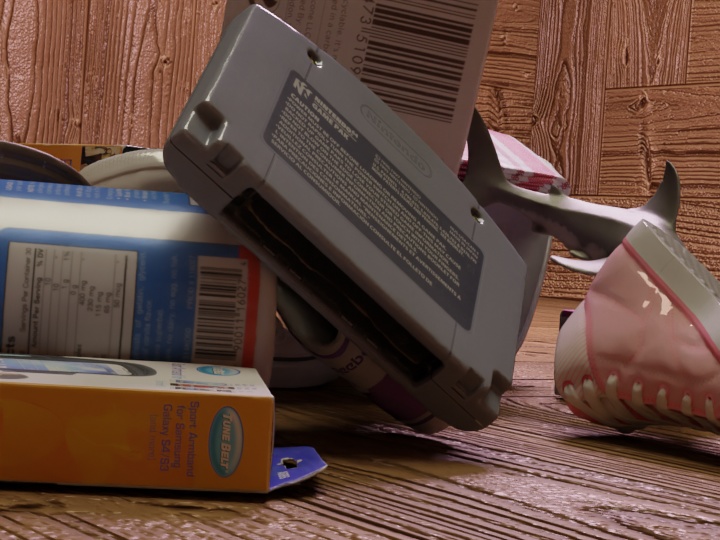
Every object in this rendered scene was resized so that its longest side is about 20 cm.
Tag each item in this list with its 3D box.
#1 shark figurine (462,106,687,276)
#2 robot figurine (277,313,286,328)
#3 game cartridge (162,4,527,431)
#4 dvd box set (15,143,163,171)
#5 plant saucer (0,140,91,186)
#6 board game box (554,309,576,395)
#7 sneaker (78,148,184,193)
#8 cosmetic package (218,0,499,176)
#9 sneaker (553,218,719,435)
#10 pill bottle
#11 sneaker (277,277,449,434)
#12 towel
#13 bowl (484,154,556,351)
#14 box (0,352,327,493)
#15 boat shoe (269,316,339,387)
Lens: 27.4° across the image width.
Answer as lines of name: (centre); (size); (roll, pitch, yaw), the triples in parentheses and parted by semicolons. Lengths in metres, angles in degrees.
shark figurine: (0.162, -0.039, 0.960); (0.127, 0.090, 0.214); (11, 18, -48)
robot figurine: (0.008, 0.016, 1.279); (0.197, 0.114, 0.170); (4, -40, -26)
game cartridge: (0.000, -0.029, 0.704); (0.041, 0.200, 0.134); (-38, 20, 28)
dvd box set: (-0.200, -0.076, 1.118); (0.198, 0.030, 0.146); (4, 1, 37)
plant saucer: (-0.229, 0.002, 0.775); (0.197, 0.030, 0.201); (-15, -30, -9)
board game box: (0.254, 0.064, 1.000); (0.197, 0.065, 0.147); (4, 2, -26)
sneaker: (-0.179, 0.001, 0.911); (0.198, 0.089, 0.075); (-27, -43, 7)
cosmetic package: (-0.001, -0.171, 0.965); (0.163, 0.167, 0.200); (12, 15, -2)
sneaker: (0.169, 0.063, 0.778); (0.075, 0.105, 0.201); (33, 16, -33)
pill bottle: (-0.142, 0.015, 0.690); (0.197, 0.114, 0.112); (5, 1, -11)
sneaker: (-0.003, -0.017, 0.784); (0.114, 0.073, 0.202); (31, 27, -31)
towel: (0.039, -0.087, 1.067); (0.197, 0.030, 0.147); (9, 17, -14)
bowl: (0.045, -0.010, 1.147); (0.197, 0.202, 0.075); (14, -31, 7)
box: (-0.113, 0.056, 0.579); (0.197, 0.042, 0.119); (2, 1, -8)
boat shoe: (-0.081, 0.038, 0.940); (0.073, 0.068, 0.199); (5, 1, 38)
